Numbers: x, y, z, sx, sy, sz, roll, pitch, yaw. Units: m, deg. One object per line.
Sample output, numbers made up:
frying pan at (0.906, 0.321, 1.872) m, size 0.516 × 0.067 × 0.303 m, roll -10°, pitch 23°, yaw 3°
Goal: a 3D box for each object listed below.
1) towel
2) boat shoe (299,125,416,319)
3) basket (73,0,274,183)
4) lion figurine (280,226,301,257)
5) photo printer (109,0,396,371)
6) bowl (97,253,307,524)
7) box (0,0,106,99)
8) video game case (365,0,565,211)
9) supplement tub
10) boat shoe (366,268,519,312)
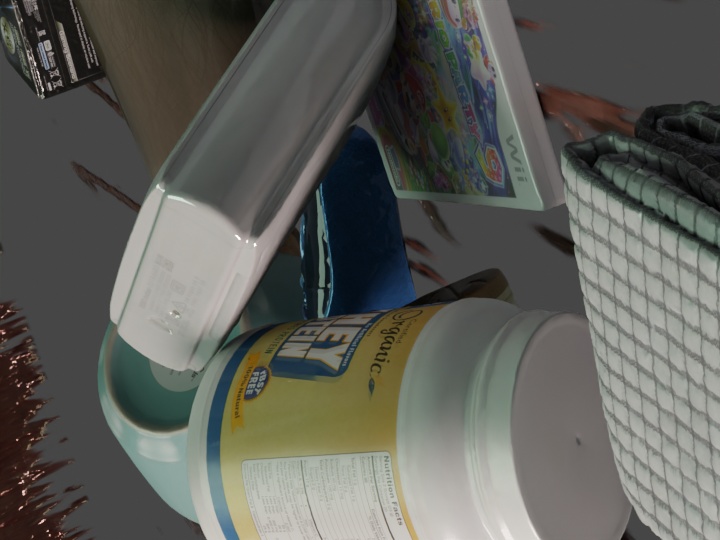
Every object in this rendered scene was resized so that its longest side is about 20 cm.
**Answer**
towel at (0.160, 0.039, 0.620) m, size 0.200 × 0.085 × 0.167 m, roll -140°, pitch 34°, yaw -59°
boat shoe at (0.000, 0.000, 1.084) m, size 0.069 × 0.083 × 0.202 m, roll -132°, pitch 42°, yaw -63°
basket at (-0.108, -0.151, 1.104) m, size 0.179 × 0.136 × 0.201 m, roll 27°, pitch 146°, yaw 30°
lion figurine at (-0.085, -0.024, 1.317) m, size 0.123 × 0.072 × 0.200 m, roll 64°, pitch 178°, yaw -14°
photo printer at (-0.052, -0.063, 0.898) m, size 0.069 × 0.201 × 0.167 m, roll 30°, pitch 148°, yaw 0°
bowl at (-0.101, 0.068, 1.154) m, size 0.202 × 0.200 × 0.105 m, roll 57°, pitch -167°, yaw 31°
box at (-0.183, -0.245, 1.159) m, size 0.086 × 0.162 × 0.202 m, roll 42°, pitch 151°, yaw 53°
video game case at (0.039, -0.105, 0.906) m, size 0.200 × 0.018 × 0.145 m, roll 12°, pitch 122°, yaw 69°
supplement tub at (0.026, 0.091, 0.862) m, size 0.198 × 0.144 × 0.146 m, roll -8°, pitch 107°, yaw 36°
boat shoe at (0.019, 0.060, 0.989) m, size 0.199 × 0.072 × 0.065 m, roll -24°, pitch 101°, yaw 41°
